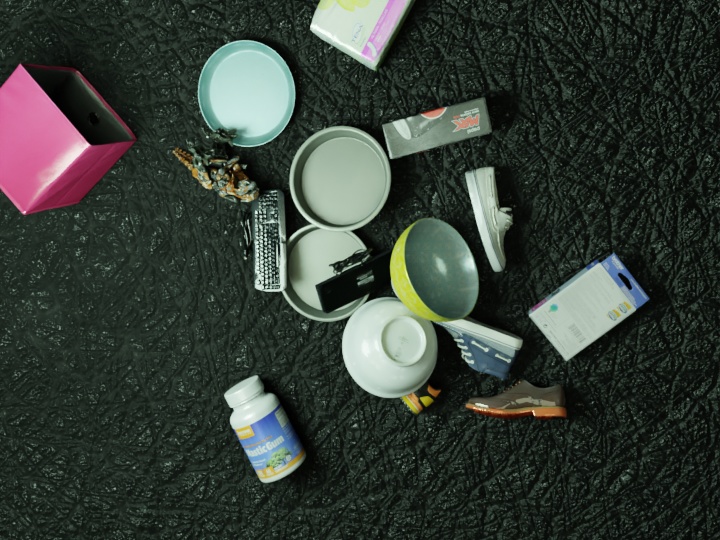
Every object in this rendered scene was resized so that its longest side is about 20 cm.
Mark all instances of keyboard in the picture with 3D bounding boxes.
[{"bbox_3d":[-0.200,-0.059,1.423,0.103,0.040,0.203,-3,88,24],"label":"keyboard"},{"bbox_3d":[0.000,0.000,1.395,0.198,0.040,0.105,-26,130,-17],"label":"keyboard"}]

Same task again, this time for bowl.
[{"bbox_3d":[0.070,0.141,1.379,0.198,0.090,0.204,4,75,-14],"label":"bowl"},{"bbox_3d":[0.122,0.012,1.366,0.107,0.200,0.202,-26,98,46],"label":"bowl"}]

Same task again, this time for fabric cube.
[{"bbox_3d":[-0.604,-0.257,1.396,0.199,0.200,0.197,-41,94,16],"label":"fabric cube"}]

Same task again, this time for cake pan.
[{"bbox_3d":[-0.037,-0.175,1.381,0.197,0.037,0.203,0,88,9],"label":"cake pan"},{"bbox_3d":[-0.069,0.002,1.447,0.197,0.037,0.203,2,101,8],"label":"cake pan"}]

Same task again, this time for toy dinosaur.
[{"bbox_3d":[-0.293,-0.200,1.411,0.197,0.103,0.137,8,136,6],"label":"toy dinosaur"}]

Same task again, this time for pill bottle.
[{"bbox_3d":[-0.205,0.329,1.493,0.111,0.112,0.202,-26,97,12],"label":"pill bottle"}]

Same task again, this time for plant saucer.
[{"bbox_3d":[-0.223,-0.348,1.408,0.197,0.027,0.203,2,101,8],"label":"plant saucer"}]

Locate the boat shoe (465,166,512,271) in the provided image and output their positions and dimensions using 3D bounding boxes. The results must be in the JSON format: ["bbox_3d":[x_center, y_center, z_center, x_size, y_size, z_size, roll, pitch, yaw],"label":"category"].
[{"bbox_3d":[0.258,-0.100,1.364,0.069,0.071,0.203,-15,92,14],"label":"boat shoe"}]

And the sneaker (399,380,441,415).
[{"bbox_3d":[0.086,0.191,1.453,0.090,0.070,0.201,-34,92,-6],"label":"sneaker"}]

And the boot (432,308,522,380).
[{"bbox_3d":[0.216,0.144,1.412,0.198,0.073,0.091,21,98,3],"label":"boot"}]

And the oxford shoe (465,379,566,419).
[{"bbox_3d":[0.312,0.260,1.436,0.197,0.071,0.074,-1,72,12],"label":"oxford shoe"}]

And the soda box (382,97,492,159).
[{"bbox_3d":[0.145,-0.269,1.349,0.197,0.063,0.072,-14,99,10],"label":"soda box"}]

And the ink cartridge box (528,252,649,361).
[{"bbox_3d":[0.441,0.068,1.382,0.199,0.042,0.120,-39,93,16],"label":"ink cartridge box"}]

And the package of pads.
[{"bbox_3d":[0.012,-0.499,1.321,0.153,0.068,0.201,30,103,1],"label":"package of pads"}]
